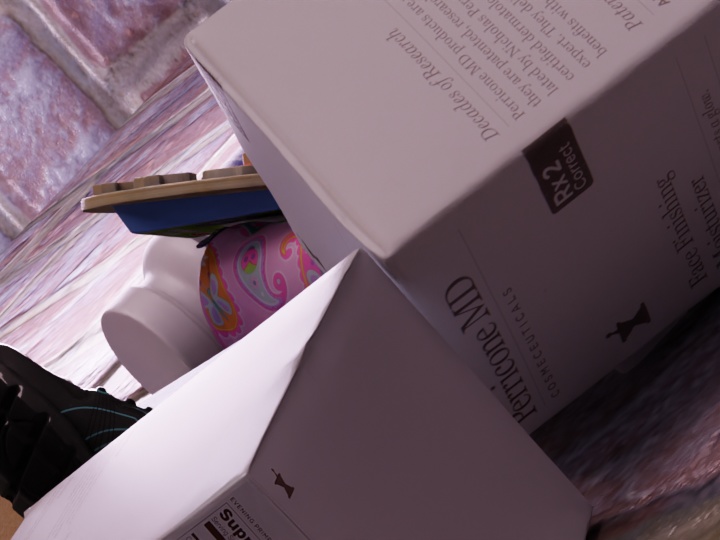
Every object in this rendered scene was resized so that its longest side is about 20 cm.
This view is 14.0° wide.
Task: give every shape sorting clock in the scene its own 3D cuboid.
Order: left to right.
[{"bbox_3d":[-0.058,-0.047,1.640,0.199,0.039,0.200,-9,-2,0],"label":"shape sorting clock"}]

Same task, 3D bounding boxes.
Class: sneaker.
[{"bbox_3d":[-0.109,0.101,1.412,0.079,0.200,0.076,-41,-14,-42],"label":"sneaker"}]

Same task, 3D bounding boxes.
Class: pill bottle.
[{"bbox_3d":[-0.068,-0.007,1.877,0.200,0.116,0.116,-47,11,-22],"label":"pill bottle"}]

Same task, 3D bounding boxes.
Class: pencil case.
[{"bbox_3d":[0.000,0.000,1.564,0.199,0.088,0.087,-10,31,48],"label":"pencil case"}]

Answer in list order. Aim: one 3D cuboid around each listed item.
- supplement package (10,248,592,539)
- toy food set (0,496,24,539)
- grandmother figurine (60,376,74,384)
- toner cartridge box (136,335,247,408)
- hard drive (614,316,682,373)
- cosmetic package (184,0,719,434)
[{"bbox_3d":[-0.042,0.135,1.098,0.200,0.147,0.191,-38,12,25],"label":"supplement package"},{"bbox_3d":[-0.185,0.147,1.503,0.199,0.048,0.200,-60,25,6],"label":"toy food set"},{"bbox_3d":[-0.216,0.100,1.658,0.122,0.060,0.200,-55,-26,2],"label":"grandmother figurine"},{"bbox_3d":[-0.075,0.102,1.514,0.200,0.095,0.043,-31,14,47],"label":"toner cartridge box"},{"bbox_3d":[0.092,-0.051,1.344,0.132,0.025,0.200,-45,51,-12],"label":"hard drive"},{"bbox_3d":[0.067,-0.066,1.240,0.200,0.165,0.165,-38,52,-6],"label":"cosmetic package"}]
